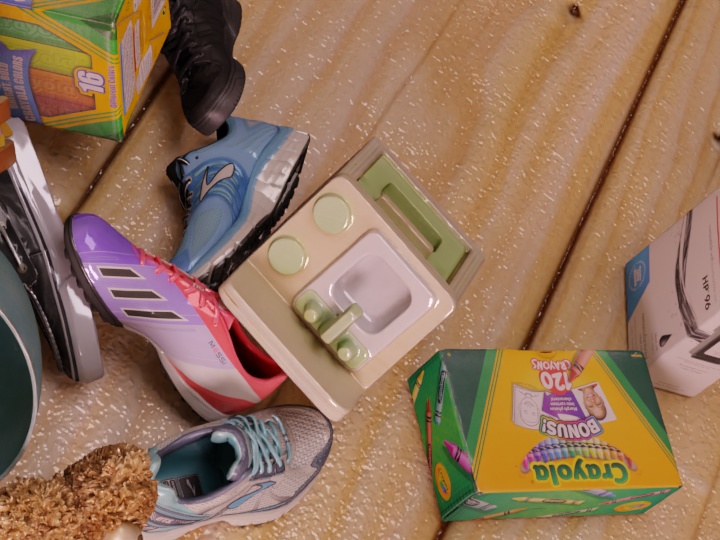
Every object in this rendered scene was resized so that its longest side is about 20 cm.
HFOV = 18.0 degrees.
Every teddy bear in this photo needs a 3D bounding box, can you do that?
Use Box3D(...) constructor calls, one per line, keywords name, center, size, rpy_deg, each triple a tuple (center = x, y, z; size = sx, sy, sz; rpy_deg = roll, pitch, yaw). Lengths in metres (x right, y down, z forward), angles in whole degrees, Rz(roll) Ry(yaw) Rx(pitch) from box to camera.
Box3D(name="teddy bear", center=(-0.215, 0.180, 1.452), size=(0.199, 0.146, 0.067), rpy_deg=(-11, 46, -35))

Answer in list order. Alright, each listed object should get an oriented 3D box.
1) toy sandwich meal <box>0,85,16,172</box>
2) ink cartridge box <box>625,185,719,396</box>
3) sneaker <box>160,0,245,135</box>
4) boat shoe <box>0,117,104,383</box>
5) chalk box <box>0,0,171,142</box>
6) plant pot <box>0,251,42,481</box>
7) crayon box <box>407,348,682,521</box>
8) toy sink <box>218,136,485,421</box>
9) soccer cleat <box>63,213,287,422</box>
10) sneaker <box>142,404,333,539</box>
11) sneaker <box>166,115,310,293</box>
Box3D(name="toy sandwich meal", center=(-0.322, -0.087, 1.529), size=(0.204, 0.204, 0.071), rpy_deg=(-21, 104, -38))
Box3D(name="ink cartridge box", center=(0.296, 0.005, 1.840), size=(0.067, 0.200, 0.117), rpy_deg=(16, 55, -23))
Box3D(name="sneaker", center=(-0.144, -0.191, 1.758), size=(0.104, 0.060, 0.201), rpy_deg=(34, 30, -25))
Box3D(name="boat shoe", center=(-0.240, -0.008, 1.607), size=(0.070, 0.072, 0.201), rpy_deg=(-20, 77, -13))
Box3D(name="chalk box", center=(-0.251, -0.195, 1.647), size=(0.198, 0.125, 0.124), rpy_deg=(11, 53, 8))
Box3D(name="plant pot", center=(-0.294, 0.037, 1.475), size=(0.199, 0.200, 0.135), rpy_deg=(31, 28, -12))
Box3D(name="crayon box", center=(0.143, 0.127, 1.765), size=(0.199, 0.058, 0.120), rpy_deg=(2, 62, -32))
Box3D(name="toy sink", center=(0.000, 0.000, 1.662), size=(0.130, 0.112, 0.200), rpy_deg=(47, 21, -2))
Box3D(name="soccer cleat", center=(-0.130, 0.024, 1.599), size=(0.200, 0.073, 0.068), rpy_deg=(51, 26, -29))
Box3D(name="sneaker", center=(-0.088, 0.138, 1.595), size=(0.199, 0.086, 0.078), rpy_deg=(-21, 75, -39))
Box3D(name="sneaker", center=(-0.113, -0.042, 1.712), size=(0.089, 0.079, 0.201), rpy_deg=(24, 47, 6))
